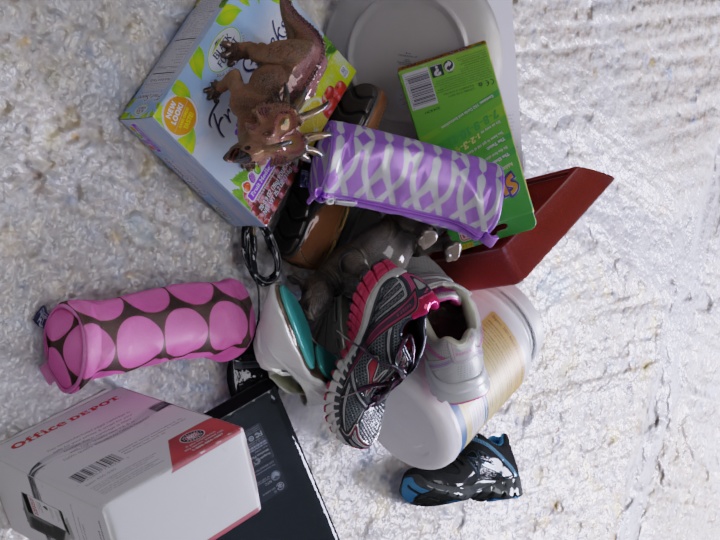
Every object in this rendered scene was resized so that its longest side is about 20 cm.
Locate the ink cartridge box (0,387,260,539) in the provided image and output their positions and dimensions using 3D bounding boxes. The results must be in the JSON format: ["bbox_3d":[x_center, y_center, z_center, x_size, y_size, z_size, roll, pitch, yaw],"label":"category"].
[{"bbox_3d":[-0.205,0.181,1.041,0.146,0.198,0.084,-26,113,-37],"label":"ink cartridge box"}]

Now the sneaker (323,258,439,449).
[{"bbox_3d":[0.019,0.093,1.179,0.080,0.074,0.203,-28,138,-50],"label":"sneaker"}]

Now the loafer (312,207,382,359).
[{"bbox_3d":[-0.004,0.024,1.300,0.069,0.069,0.203,14,84,-42],"label":"loafer"}]

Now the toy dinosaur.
[{"bbox_3d":[-0.069,-0.166,1.095,0.085,0.135,0.203,32,72,-36],"label":"toy dinosaur"}]

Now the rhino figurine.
[{"bbox_3d":[0.000,0.000,1.234,0.198,0.087,0.060,-31,124,-13],"label":"rhino figurine"}]

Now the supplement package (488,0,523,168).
[{"bbox_3d":[0.095,-0.203,1.335,0.120,0.118,0.204,-14,103,-50],"label":"supplement package"}]

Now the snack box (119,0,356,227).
[{"bbox_3d":[-0.115,-0.173,1.187,0.169,0.067,0.202,45,63,-34],"label":"snack box"}]

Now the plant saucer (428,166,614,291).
[{"bbox_3d":[0.159,-0.048,1.363,0.200,0.199,0.037,-44,110,-31],"label":"plant saucer"}]

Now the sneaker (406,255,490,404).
[{"bbox_3d":[0.080,0.037,1.255,0.080,0.201,0.089,-18,139,-16],"label":"sneaker"}]

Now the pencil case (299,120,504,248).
[{"bbox_3d":[0.044,-0.086,1.186,0.197,0.084,0.087,11,58,-12],"label":"pencil case"}]

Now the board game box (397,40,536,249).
[{"bbox_3d":[0.112,-0.125,1.242,0.030,0.094,0.203,-78,152,-70],"label":"board game box"}]

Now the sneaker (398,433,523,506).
[{"bbox_3d":[0.114,0.235,1.434,0.198,0.073,0.083,8,71,-48],"label":"sneaker"}]

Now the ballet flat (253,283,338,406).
[{"bbox_3d":[-0.067,0.085,1.182,0.070,0.069,0.201,-63,150,-20],"label":"ballet flat"}]

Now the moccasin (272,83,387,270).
[{"bbox_3d":[-0.022,-0.096,1.258,0.077,0.073,0.204,19,91,-49],"label":"moccasin"}]

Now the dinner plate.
[{"bbox_3d":[0.050,-0.221,1.256,0.024,0.197,0.204,-28,114,-67],"label":"dinner plate"}]

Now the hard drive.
[{"bbox_3d":[-0.112,0.230,1.214,0.138,0.033,0.202,-28,112,-18],"label":"hard drive"}]

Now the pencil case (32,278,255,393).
[{"bbox_3d":[-0.196,0.059,1.119,0.198,0.094,0.091,-6,52,-41],"label":"pencil case"}]

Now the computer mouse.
[{"bbox_3d":[-0.110,0.048,1.232,0.058,0.034,0.204,2,89,-31],"label":"computer mouse"}]

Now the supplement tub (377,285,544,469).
[{"bbox_3d":[0.101,0.108,1.351,0.200,0.144,0.146,-41,118,-32],"label":"supplement tub"}]
